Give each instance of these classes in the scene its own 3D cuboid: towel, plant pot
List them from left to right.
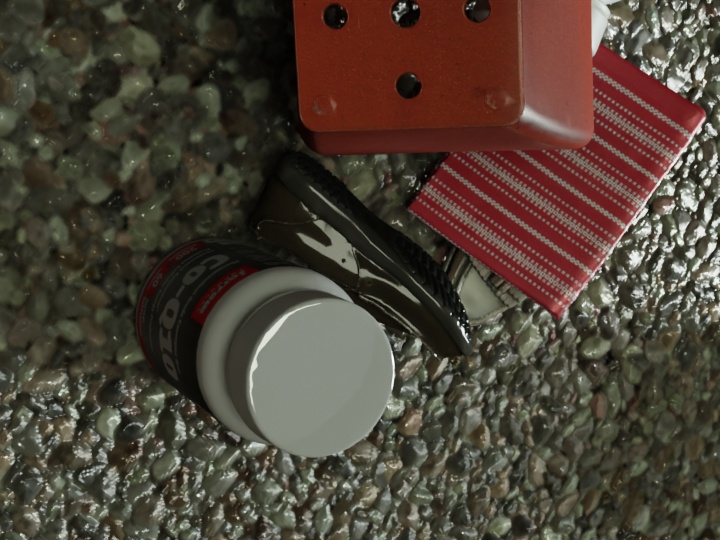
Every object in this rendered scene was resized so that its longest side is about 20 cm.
[{"bbox_3d":[0.044,-0.165,0.858,0.199,0.176,0.200,-1,102,11],"label":"plant pot"},{"bbox_3d":[0.148,-0.082,1.014,0.145,0.022,0.200,36,80,10],"label":"towel"}]

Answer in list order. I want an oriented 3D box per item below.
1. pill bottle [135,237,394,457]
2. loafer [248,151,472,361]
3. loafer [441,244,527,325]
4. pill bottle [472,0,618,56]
[{"bbox_3d":[-0.065,0.047,0.875,0.114,0.200,0.114,-4,101,-25],"label":"pill bottle"},{"bbox_3d":[0.000,0.000,0.977,0.200,0.073,0.071,43,107,-13],"label":"loafer"},{"bbox_3d":[0.139,-0.035,1.036,0.200,0.063,0.072,-46,114,-12],"label":"loafer"},{"bbox_3d":[0.159,-0.263,0.979,0.113,0.113,0.200,21,89,-27],"label":"pill bottle"}]
